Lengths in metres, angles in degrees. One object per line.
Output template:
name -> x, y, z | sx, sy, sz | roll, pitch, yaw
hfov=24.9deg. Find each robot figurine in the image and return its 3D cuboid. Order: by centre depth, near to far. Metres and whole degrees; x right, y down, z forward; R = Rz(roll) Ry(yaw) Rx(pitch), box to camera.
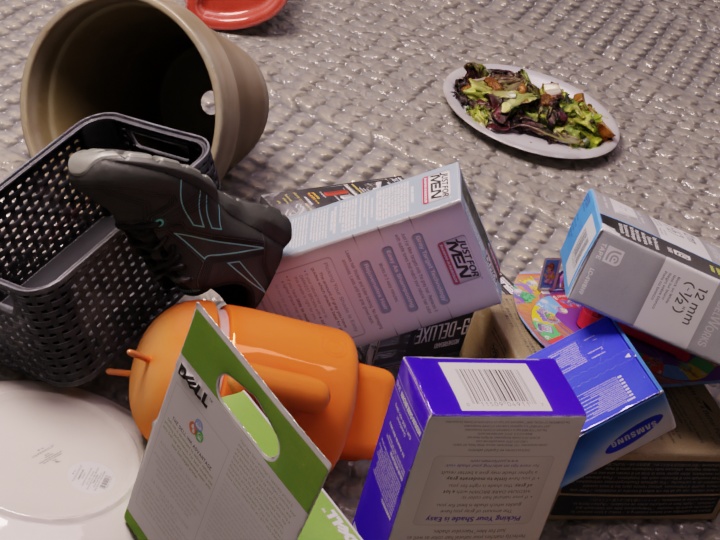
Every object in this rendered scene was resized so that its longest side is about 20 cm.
robot figurine -> -0.079, 0.087, 1.164 | 0.199, 0.117, 0.144 | 14, 27, -17

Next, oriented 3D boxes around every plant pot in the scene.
plant pot -> -0.171, -0.145, 1.436 | 0.199, 0.201, 0.173 | 27, 18, 17

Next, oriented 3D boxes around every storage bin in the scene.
storage bin -> -0.205, -0.020, 1.223 | 0.135, 0.094, 0.200 | 17, 45, 34

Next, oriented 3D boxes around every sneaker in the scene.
sneaker -> -0.125, -0.028, 1.141 | 0.075, 0.080, 0.200 | 6, -13, 44

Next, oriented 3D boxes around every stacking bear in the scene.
stacking bear -> -0.132, -0.355, 1.828 | 0.113, 0.122, 0.200 | 9, 26, -8

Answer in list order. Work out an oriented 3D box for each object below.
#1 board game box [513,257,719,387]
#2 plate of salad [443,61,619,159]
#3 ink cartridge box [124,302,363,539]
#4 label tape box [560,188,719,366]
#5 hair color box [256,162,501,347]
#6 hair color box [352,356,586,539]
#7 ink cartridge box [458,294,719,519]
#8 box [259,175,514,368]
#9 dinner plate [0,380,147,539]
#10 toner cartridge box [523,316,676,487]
board game box -> 0.226, 0.030, 1.322 | 0.199, 0.039, 0.158 | -2, 36, -28
plate of salad -> 0.188, -0.182, 1.759 | 0.199, 0.048, 0.200 | 12, 33, -8
ink cartridge box -> -0.062, 0.132, 1.017 | 0.076, 0.200, 0.148 | -14, 50, -39
label tape box -> 0.254, 0.017, 1.235 | 0.199, 0.066, 0.143 | 22, 15, -1
hair color box -> 0.000, 0.000, 1.262 | 0.199, 0.099, 0.061 | -17, 31, 13
hair color box -> 0.061, 0.151, 1.055 | 0.109, 0.201, 0.065 | 2, 33, -21
ink cartridge box -> 0.189, 0.106, 1.299 | 0.164, 0.075, 0.200 | 4, 34, -21
box -> 0.023, -0.003, 1.412 | 0.157, 0.050, 0.200 | -11, 41, -35
dinner plate -> -0.220, 0.133, 1.123 | 0.199, 0.024, 0.200 | 12, 33, -8
toner cartridge box -> 0.116, 0.117, 1.176 | 0.199, 0.043, 0.095 | -27, 40, 1
